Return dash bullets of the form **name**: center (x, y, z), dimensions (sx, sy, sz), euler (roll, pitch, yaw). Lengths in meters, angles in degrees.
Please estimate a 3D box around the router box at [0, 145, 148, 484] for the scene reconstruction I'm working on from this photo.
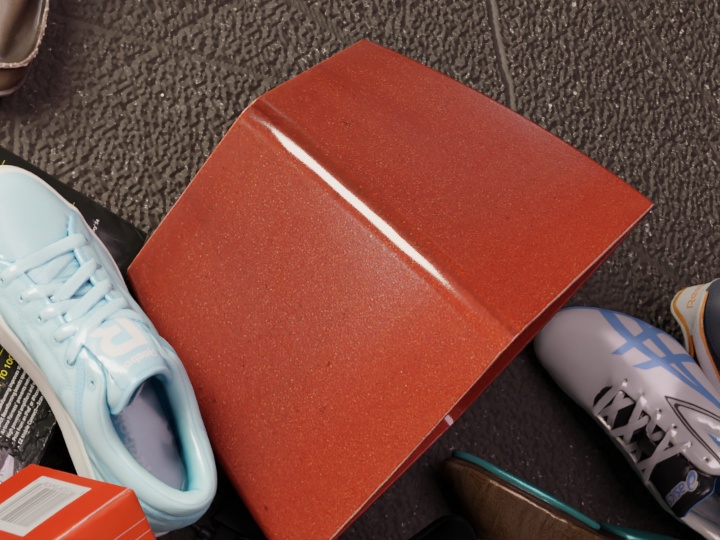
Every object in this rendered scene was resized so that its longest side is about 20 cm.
- **router box**: center (-0.215, 0.033, 1.073), dimensions (0.148, 0.051, 0.201), euler (31, 67, -18)

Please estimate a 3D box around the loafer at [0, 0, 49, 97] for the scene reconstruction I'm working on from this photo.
- **loafer**: center (-0.195, -0.193, 1.131), dimensions (0.072, 0.071, 0.202), euler (7, 74, -26)

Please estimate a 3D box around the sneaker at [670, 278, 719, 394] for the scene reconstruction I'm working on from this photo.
- **sneaker**: center (0.244, 0.090, 1.296), dimensions (0.078, 0.079, 0.202), euler (-37, 121, -38)

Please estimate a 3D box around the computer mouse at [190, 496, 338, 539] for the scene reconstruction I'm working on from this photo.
- **computer mouse**: center (-0.060, 0.182, 1.122), dimensions (0.200, 0.046, 0.141), euler (44, 61, -12)

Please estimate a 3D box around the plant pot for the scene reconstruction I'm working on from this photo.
- **plant pot**: center (0.000, 0.000, 1.099), dimensions (0.176, 0.200, 0.200), euler (44, 34, 6)

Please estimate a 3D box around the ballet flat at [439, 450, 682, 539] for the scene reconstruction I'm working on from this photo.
- **ballet flat**: center (0.124, 0.169, 1.222), dimensions (0.199, 0.068, 0.073), euler (24, 87, -25)

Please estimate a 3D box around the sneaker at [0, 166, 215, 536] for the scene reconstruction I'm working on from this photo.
- **sneaker**: center (-0.124, 0.034, 1.033), dimensions (0.074, 0.082, 0.201), euler (-35, 99, -32)

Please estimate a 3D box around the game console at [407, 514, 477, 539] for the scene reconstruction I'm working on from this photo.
- **game console**: center (0.040, 0.242, 1.005), dimensions (0.172, 0.120, 0.199), euler (32, 46, 33)

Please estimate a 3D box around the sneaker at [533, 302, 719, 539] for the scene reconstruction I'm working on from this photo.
- **sneaker**: center (0.180, 0.096, 1.236), dimensions (0.200, 0.072, 0.072), euler (42, 32, 3)

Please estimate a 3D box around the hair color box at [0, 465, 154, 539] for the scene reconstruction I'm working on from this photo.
- **hair color box**: center (-0.118, 0.199, 1.017), dimensions (0.061, 0.101, 0.201), euler (-34, 111, -31)
